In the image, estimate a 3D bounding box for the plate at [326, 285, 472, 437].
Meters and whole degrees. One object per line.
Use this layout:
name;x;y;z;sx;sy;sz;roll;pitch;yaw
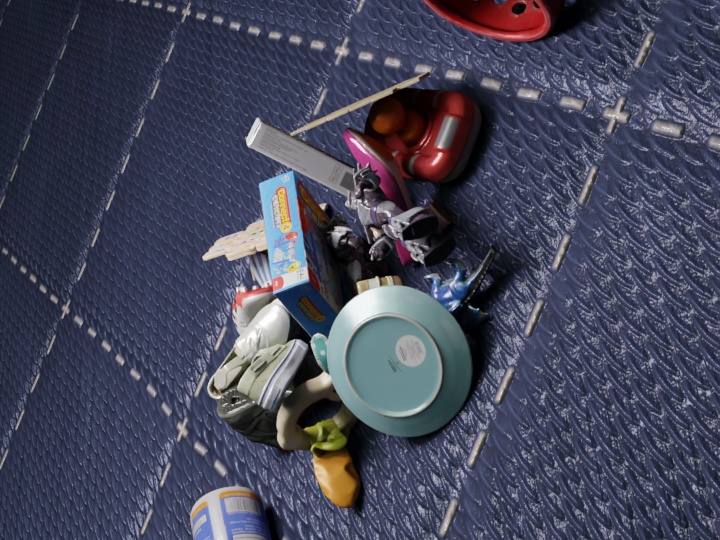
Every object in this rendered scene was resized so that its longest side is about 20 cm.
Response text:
plate;0.045;0.119;1.552;0.199;0.026;0.202;5;103;22

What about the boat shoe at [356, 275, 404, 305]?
boat shoe;0.017;0.105;1.610;0.072;0.076;0.202;-132;40;-73

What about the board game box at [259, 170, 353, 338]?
board game box;-0.068;-0.005;1.733;0.056;0.200;0.197;-20;53;14

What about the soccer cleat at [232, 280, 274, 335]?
soccer cleat;-0.163;0.070;1.904;0.200;0.068;0.086;141;117;-73

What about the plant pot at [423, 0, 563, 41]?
plant pot;0.192;-0.428;1.608;0.200;0.200;0.184;7;70;55

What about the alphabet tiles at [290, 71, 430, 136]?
alphabet tiles;0.001;-0.235;1.709;0.199;0.006;0.166;-21;8;17

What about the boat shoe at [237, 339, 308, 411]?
boat shoe;-0.118;0.132;1.676;0.072;0.062;0.200;-62;0;13

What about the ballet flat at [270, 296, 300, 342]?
ballet flat;-0.130;0.092;1.840;0.068;0.068;0.201;37;124;28

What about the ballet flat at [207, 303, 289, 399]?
ballet flat;-0.168;0.129;1.794;0.200;0.069;0.070;-53;36;37

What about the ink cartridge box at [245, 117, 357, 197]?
ink cartridge box;-0.072;-0.162;1.786;0.044;0.199;0.174;-62;11;7

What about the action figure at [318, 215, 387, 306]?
action figure;0.000;0.000;1.710;0.069;0.130;0.201;-34;56;17

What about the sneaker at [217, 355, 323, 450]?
sneaker;-0.100;0.197;1.799;0.198;0.114;0.077;-25;43;11

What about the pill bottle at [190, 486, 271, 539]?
pill bottle;-0.176;0.420;1.741;0.112;0.112;0.201;-49;39;27

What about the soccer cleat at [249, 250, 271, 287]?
soccer cleat;-0.113;0.015;1.923;0.200;0.069;0.087;36;129;50

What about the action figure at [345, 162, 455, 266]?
action figure;0.034;-0.069;1.590;0.069;0.131;0.200;-36;33;-18

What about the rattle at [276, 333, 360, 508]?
rattle;-0.031;0.193;1.630;0.201;0.129;0.143;-60;25;29

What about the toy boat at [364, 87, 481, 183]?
toy boat;0.066;-0.203;1.714;0.200;0.130;0.131;17;87;56

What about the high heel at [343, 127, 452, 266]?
high heel;0.029;-0.103;1.688;0.096;0.200;0.067;-45;3;20

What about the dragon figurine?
dragon figurine;0.126;0.042;1.560;0.200;0.059;0.100;-33;50;48

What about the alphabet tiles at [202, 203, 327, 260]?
alphabet tiles;-0.147;-0.058;1.914;0.194;0.015;0.200;-18;13;11
